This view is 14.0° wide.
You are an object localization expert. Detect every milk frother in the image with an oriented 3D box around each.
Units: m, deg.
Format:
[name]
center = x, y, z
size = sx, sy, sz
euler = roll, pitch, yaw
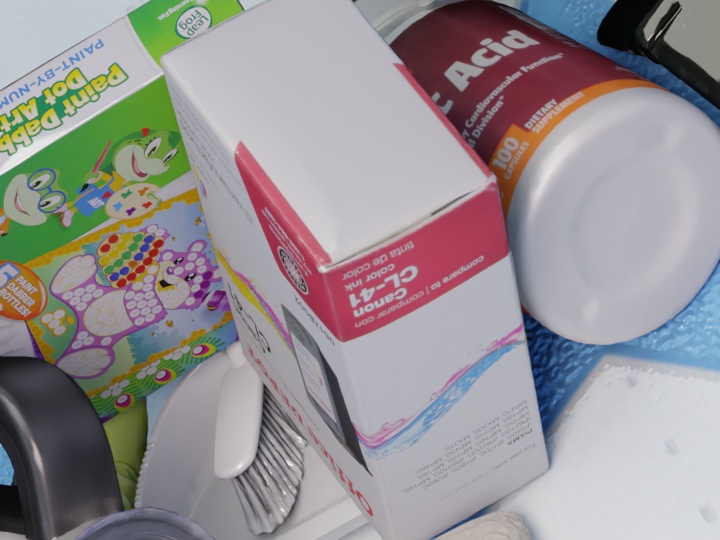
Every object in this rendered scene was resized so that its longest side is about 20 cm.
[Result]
[milk frother]
center = -0.189, 0.146, 1.213
size = 0.188, 0.181, 0.200
euler = 2, 33, 47

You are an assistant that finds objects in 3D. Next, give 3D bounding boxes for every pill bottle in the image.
[pill bottle]
center = 0.065, -0.055, 1.301
size = 0.114, 0.114, 0.200
euler = -53, 38, -2

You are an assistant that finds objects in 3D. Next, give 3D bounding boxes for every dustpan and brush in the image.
[dustpan and brush]
center = -0.053, 0.054, 1.371
size = 0.139, 0.057, 0.200
euler = -30, 33, 20

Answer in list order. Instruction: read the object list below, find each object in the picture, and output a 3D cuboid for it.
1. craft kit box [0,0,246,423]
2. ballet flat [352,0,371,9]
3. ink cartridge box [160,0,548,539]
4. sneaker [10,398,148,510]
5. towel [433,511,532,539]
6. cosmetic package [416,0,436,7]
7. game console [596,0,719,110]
[craft kit box]
center = -0.108, -0.019, 1.293
size = 0.197, 0.200, 0.049
euler = -34, 56, -1
[ballet flat]
center = 0.005, -0.158, 1.455
size = 0.068, 0.075, 0.200
euler = -55, 24, 14
[ink cartridge box]
center = 0.000, 0.000, 1.222
size = 0.086, 0.200, 0.148
euler = -28, 51, -14
[sneaker]
center = -0.125, 0.142, 1.377
size = 0.076, 0.075, 0.200
euler = -1, 70, 36
[towel]
center = -0.005, 0.187, 1.204
size = 0.200, 0.035, 0.133
euler = -30, 31, 7
[cosmetic package]
center = 0.100, -0.207, 1.298
size = 0.200, 0.087, 0.103
euler = -30, 1, -19
[game console]
center = 0.217, -0.147, 1.302
size = 0.176, 0.116, 0.200
euler = 40, 91, 22
